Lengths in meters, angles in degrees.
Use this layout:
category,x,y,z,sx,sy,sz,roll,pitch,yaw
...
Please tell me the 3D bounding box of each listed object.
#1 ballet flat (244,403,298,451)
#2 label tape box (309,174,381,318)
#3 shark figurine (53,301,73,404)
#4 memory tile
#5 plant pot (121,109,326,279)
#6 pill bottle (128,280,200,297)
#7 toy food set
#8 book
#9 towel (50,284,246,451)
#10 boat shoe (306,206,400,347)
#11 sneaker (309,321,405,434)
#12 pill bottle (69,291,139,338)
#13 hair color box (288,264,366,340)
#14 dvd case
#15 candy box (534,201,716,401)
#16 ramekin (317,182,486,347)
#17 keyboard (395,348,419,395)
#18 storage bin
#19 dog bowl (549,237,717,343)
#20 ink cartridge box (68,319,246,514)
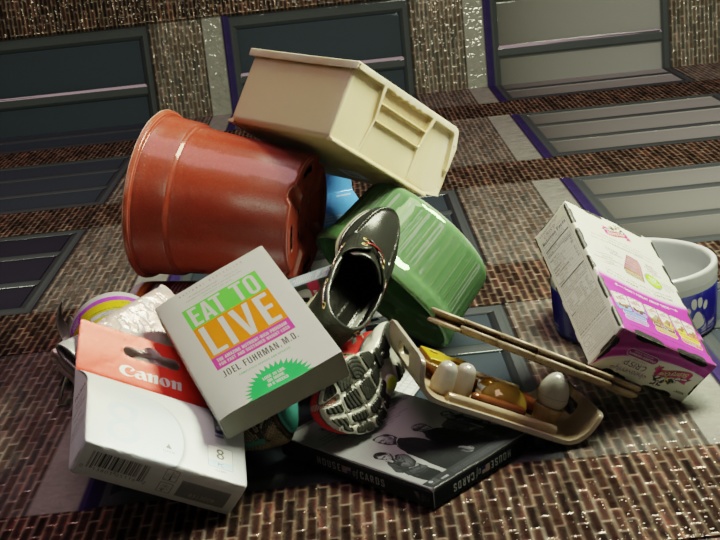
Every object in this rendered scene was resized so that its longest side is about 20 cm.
category,x,y,z,sx,sy,sz,roll,pitch,yaw
ballet flat,-0.091,0.110,1.373,0.075,0.068,0.201,-24,27,23
label tape box,-0.058,-0.027,1.711,0.143,0.203,0.063,-12,17,-20
shark figurine,-0.326,0.106,1.629,0.089,0.130,0.214,15,-10,-19
memory tile,0.175,0.084,1.369,0.199,0.017,0.153,21,-1,45
plant pot,-0.151,-0.075,1.583,0.193,0.203,0.201,10,20,15
pill bottle,-0.173,0.069,1.587,0.197,0.114,0.113,-1,17,19
toy food set,0.130,0.103,1.342,0.198,0.061,0.144,20,9,-16
book,-0.111,0.070,1.323,0.133,0.048,0.200,-27,39,-12
towel,-0.190,0.115,1.366,0.200,0.032,0.191,45,33,9
boat shoe,0.002,0.002,1.417,0.063,0.074,0.202,-34,19,46
sneaker,-0.015,0.119,1.362,0.084,0.078,0.200,-19,8,23
pill bottle,-0.256,0.113,1.448,0.103,0.105,0.200,-9,30,-12
hair color box,-0.098,0.072,1.486,0.198,0.100,0.061,-19,10,6
dvd case,0.042,0.169,1.319,0.199,0.025,0.150,12,24,42
candy box,0.274,0.030,1.410,0.135,0.061,0.201,22,34,-28
ramekin,0.054,-0.011,1.587,0.098,0.200,0.199,-50,31,-12
keyboard,0.041,0.127,1.497,0.056,0.011,0.200,0,18,20
storage bin,-0.018,-0.171,1.588,0.199,0.095,0.198,15,-8,46
dog bowl,0.328,0.025,1.615,0.197,0.080,0.200,-5,16,2
ink cartridge box,-0.190,0.124,1.272,0.159,0.047,0.201,19,36,-23
